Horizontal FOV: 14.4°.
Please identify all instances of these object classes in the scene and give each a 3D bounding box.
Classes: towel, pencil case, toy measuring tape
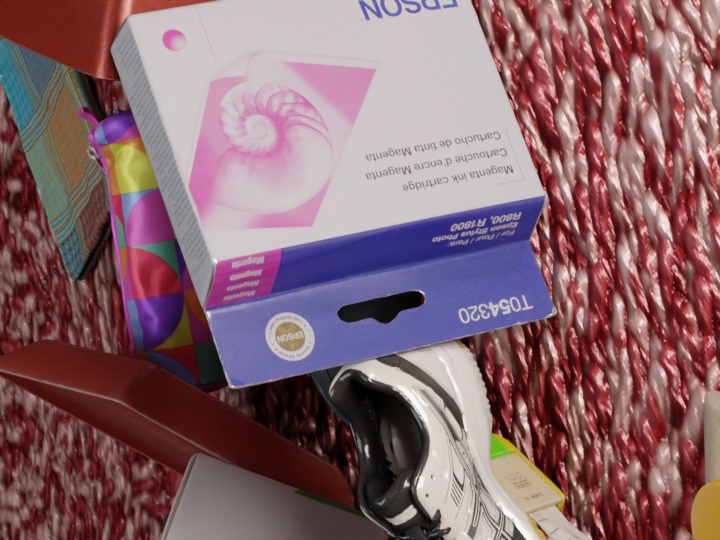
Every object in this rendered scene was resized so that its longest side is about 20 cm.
[{"bbox_3d":[-0.226,-0.109,2.122,0.201,0.022,0.147,68,154,19],"label":"towel"},{"bbox_3d":[-0.126,-0.017,1.884,0.088,0.088,0.201,-8,94,65],"label":"pencil case"},{"bbox_3d":[0.084,0.147,1.545,0.200,0.073,0.074,44,139,36],"label":"toy measuring tape"}]

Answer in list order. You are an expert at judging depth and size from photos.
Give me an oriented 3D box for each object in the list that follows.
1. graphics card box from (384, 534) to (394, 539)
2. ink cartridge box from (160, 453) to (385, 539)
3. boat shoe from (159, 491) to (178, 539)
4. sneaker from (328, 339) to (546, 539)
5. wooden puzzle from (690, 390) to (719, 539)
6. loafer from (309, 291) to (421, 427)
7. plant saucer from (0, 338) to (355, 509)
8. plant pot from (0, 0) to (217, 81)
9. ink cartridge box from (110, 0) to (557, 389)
[{"bbox_3d":[0.012,0.247,1.617,0.125,0.051,0.201,-92,20,-83],"label":"graphics card box"},{"bbox_3d":[-0.066,0.221,1.775,0.200,0.145,0.084,110,179,-49],"label":"ink cartridge box"},{"bbox_3d":[-0.097,0.179,1.888,0.062,0.075,0.200,-68,16,-12],"label":"boat shoe"},{"bbox_3d":[0.038,0.131,1.484,0.076,0.087,0.201,-30,80,37],"label":"sneaker"},{"bbox_3d":[0.206,0.170,1.316,0.200,0.046,0.186,29,127,58],"label":"wooden puzzle"},{"bbox_3d":[0.000,0.000,1.612,0.070,0.068,0.201,124,146,-45],"label":"loafer"},{"bbox_3d":[-0.115,0.100,1.823,0.199,0.200,0.037,8,71,58],"label":"plant saucer"},{"bbox_3d":[-0.086,-0.207,1.604,0.200,0.199,0.177,25,113,59],"label":"plant pot"},{"bbox_3d":[-0.007,-0.055,1.483,0.201,0.196,0.043,69,153,18],"label":"ink cartridge box"}]
